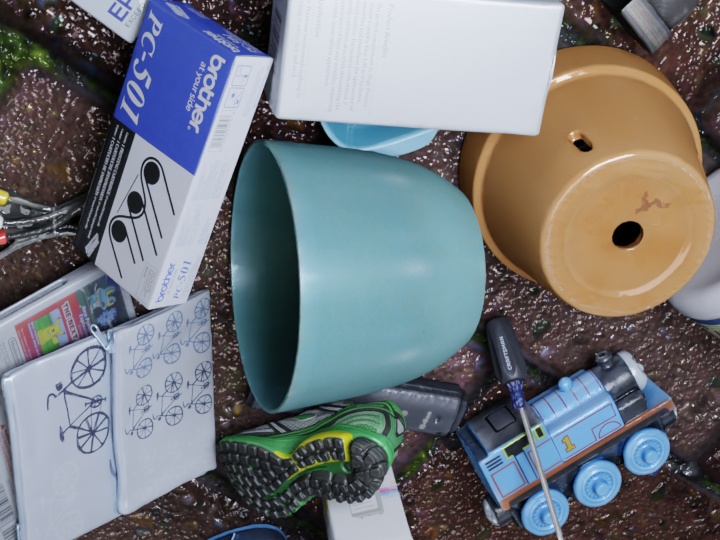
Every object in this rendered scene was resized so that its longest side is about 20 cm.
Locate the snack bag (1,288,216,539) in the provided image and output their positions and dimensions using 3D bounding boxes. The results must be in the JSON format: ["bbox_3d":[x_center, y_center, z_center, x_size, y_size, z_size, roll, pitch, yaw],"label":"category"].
[{"bbox_3d":[-0.200,0.127,1.013,0.199,0.021,0.191,-22,127,-39],"label":"snack bag"}]

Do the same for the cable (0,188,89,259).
[{"bbox_3d":[-0.254,-0.033,0.959,0.197,0.050,0.098,6,114,-13],"label":"cable"}]

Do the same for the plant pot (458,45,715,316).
[{"bbox_3d":[0.187,-0.057,0.973,0.197,0.141,0.203,-4,119,-7],"label":"plant pot"}]

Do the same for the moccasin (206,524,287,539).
[{"bbox_3d":[-0.150,0.310,1.153,0.199,0.068,0.081,-32,119,8],"label":"moccasin"}]

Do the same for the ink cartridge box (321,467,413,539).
[{"bbox_3d":[0.008,0.243,1.068,0.066,0.201,0.118,-9,120,-4],"label":"ink cartridge box"}]

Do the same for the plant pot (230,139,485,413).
[{"bbox_3d":[0.000,0.000,0.947,0.159,0.201,0.203,-3,119,-20],"label":"plant pot"}]

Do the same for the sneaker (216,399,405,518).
[{"bbox_3d":[-0.041,0.156,1.056,0.198,0.085,0.079,-10,112,38],"label":"sneaker"}]

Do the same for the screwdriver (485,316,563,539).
[{"bbox_3d":[0.137,0.132,1.047,0.029,0.202,0.028,1,152,-19],"label":"screwdriver"}]

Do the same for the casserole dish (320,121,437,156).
[{"bbox_3d":[0.009,-0.183,0.932,0.120,0.039,0.202,-18,119,0],"label":"casserole dish"}]

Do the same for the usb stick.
[{"bbox_3d":[-0.003,0.110,1.091,0.197,0.033,0.056,10,120,-16],"label":"usb stick"}]

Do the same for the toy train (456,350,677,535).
[{"bbox_3d":[0.187,0.150,1.108,0.198,0.087,0.115,-30,115,-3],"label":"toy train"}]

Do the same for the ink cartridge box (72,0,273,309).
[{"bbox_3d":[-0.140,-0.083,0.901,0.044,0.094,0.202,-9,128,-54],"label":"ink cartridge box"}]

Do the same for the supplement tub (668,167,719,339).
[{"bbox_3d":[0.363,0.014,1.038,0.199,0.145,0.145,31,109,-23],"label":"supplement tub"}]

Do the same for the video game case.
[{"bbox_3d":[-0.247,0.112,0.998,0.181,0.023,0.202,-33,127,-33],"label":"video game case"}]

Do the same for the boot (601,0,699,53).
[{"bbox_3d":[0.234,-0.277,0.912,0.174,0.069,0.200,-41,125,9],"label":"boot"}]

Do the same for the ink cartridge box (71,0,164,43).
[{"bbox_3d":[-0.179,-0.291,0.840,0.199,0.043,0.197,33,109,-25],"label":"ink cartridge box"}]

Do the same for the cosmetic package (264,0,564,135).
[{"bbox_3d":[0.036,-0.160,0.888,0.197,0.074,0.103,3,118,-14],"label":"cosmetic package"}]
